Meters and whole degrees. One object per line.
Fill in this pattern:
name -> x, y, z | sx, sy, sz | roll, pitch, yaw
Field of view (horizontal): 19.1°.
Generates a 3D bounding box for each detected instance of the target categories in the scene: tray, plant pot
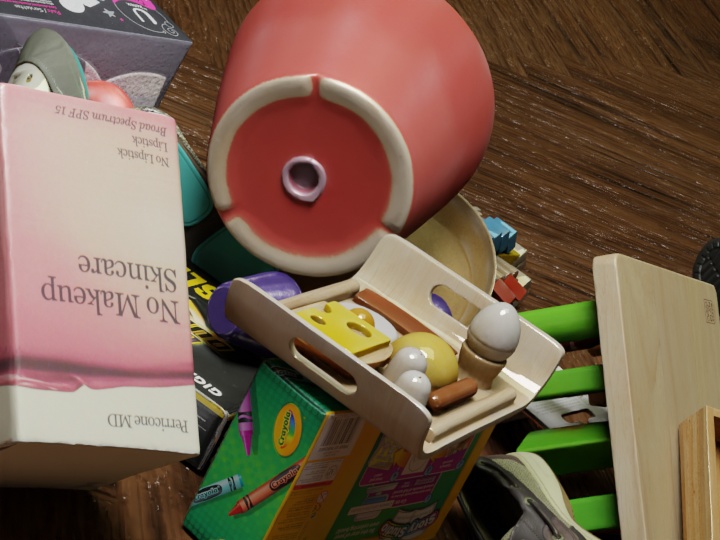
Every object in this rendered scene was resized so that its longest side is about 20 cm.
tray -> 0.261, 0.197, 1.409 | 0.098, 0.037, 0.201 | 19, 54, -23
plant pot -> 0.000, 0.000, 1.573 | 0.199, 0.028, 0.201 | 1, 49, -1
plant pot -> -0.017, -0.093, 1.471 | 0.200, 0.201, 0.177 | 28, 26, 0

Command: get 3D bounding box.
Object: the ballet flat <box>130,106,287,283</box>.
ballet flat -> -0.109, -0.031, 1.516 | 0.200, 0.068, 0.075 | 56, -1, -5

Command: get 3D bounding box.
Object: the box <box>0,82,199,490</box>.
box -> -0.174, 0.013, 1.184 | 0.128, 0.109, 0.201 | 8, 70, -43

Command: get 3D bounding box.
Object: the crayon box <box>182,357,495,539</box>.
crayon box -> -0.004, 0.112, 1.297 | 0.058, 0.119, 0.200 | 39, 23, 29

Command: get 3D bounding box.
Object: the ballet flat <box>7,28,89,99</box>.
ballet flat -> -0.207, -0.090, 1.416 | 0.064, 0.067, 0.200 | 4, 47, -38

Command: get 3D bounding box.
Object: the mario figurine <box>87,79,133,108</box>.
mario figurine -> -0.229, -0.066, 1.525 | 0.106, 0.124, 0.200 | -4, 14, 30

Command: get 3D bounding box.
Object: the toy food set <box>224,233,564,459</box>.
toy food set -> 0.025, 0.033, 1.261 | 0.143, 0.061, 0.200 | 34, 21, 19

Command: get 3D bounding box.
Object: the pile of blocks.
pile of blocks -> 0.103, -0.003, 1.756 | 0.062, 0.082, 0.200 | 36, 22, 23

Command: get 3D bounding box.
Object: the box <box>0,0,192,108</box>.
box -> -0.252, -0.158, 1.608 | 0.200, 0.132, 0.115 | 4, 34, -47

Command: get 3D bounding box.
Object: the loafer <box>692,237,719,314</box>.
loafer -> 0.397, 0.048, 2.038 | 0.200, 0.073, 0.071 | 49, 22, 27

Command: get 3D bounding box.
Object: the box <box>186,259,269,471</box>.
box -> -0.132, 0.042, 1.404 | 0.200, 0.049, 0.160 | 35, 20, 18

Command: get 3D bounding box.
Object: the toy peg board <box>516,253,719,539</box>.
toy peg board -> 0.182, 0.105, 1.494 | 0.097, 0.201, 0.199 | -10, -11, 27

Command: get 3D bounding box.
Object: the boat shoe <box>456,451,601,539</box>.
boat shoe -> 0.112, 0.185, 1.353 | 0.065, 0.073, 0.200 | 5, 25, -24

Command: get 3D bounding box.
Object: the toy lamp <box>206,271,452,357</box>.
toy lamp -> -0.020, 0.032, 1.422 | 0.200, 0.058, 0.058 | 5, 30, -49

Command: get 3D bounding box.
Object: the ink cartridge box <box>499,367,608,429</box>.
ink cartridge box -> 0.089, 0.078, 1.595 | 0.200, 0.050, 0.109 | 39, 24, 26
